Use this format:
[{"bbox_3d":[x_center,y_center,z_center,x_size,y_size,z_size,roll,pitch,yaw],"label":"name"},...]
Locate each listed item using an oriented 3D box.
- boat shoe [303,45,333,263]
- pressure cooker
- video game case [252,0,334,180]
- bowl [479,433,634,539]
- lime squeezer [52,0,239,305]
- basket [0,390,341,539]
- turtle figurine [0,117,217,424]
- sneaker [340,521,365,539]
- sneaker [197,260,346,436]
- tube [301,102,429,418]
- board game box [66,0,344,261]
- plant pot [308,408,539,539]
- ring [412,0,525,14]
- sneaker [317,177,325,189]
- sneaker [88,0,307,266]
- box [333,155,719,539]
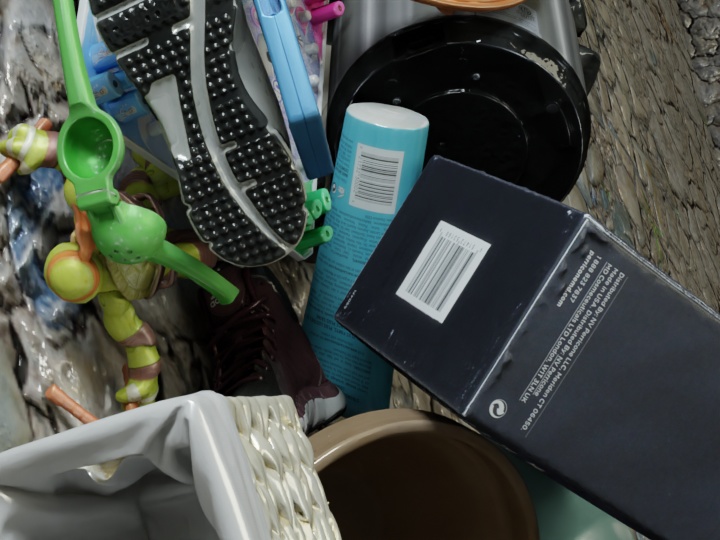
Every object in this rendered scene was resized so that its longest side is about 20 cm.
[{"bbox_3d":[-0.033,-0.091,1.115,0.057,0.066,0.201,72,19,-44],"label":"boat shoe"},{"bbox_3d":[0.066,-0.135,1.043,0.176,0.178,0.201,52,24,-33],"label":"pressure cooker"},{"bbox_3d":[-0.053,-0.156,0.800,0.143,0.018,0.202,73,0,-83],"label":"video game case"},{"bbox_3d":[0.107,0.210,0.993,0.200,0.104,0.203,-28,129,-41],"label":"bowl"},{"bbox_3d":[-0.112,-0.051,0.745,0.071,0.037,0.201,-48,123,-39],"label":"lime squeezer"},{"bbox_3d":[-0.074,0.160,0.691,0.123,0.135,0.202,-6,78,-70],"label":"basket"},{"bbox_3d":[-0.127,-0.023,0.812,0.201,0.064,0.161,67,21,-10],"label":"turtle figurine"},{"bbox_3d":[0.014,0.157,1.000,0.199,0.079,0.079,-5,120,-53],"label":"sneaker"},{"bbox_3d":[-0.074,0.052,0.887,0.116,0.075,0.200,66,11,2],"label":"sneaker"},{"bbox_3d":[0.000,0.000,0.956,0.050,0.077,0.202,-16,123,-51],"label":"tube"},{"bbox_3d":[-0.075,-0.135,0.877,0.200,0.026,0.202,35,49,-46],"label":"board game box"},{"bbox_3d":[-0.006,0.163,0.853,0.093,0.201,0.202,29,-23,56],"label":"plant pot"},{"bbox_3d":[0.021,-0.218,0.957,0.199,0.019,0.201,17,40,-15],"label":"ring"},{"bbox_3d":[-0.088,-0.104,0.957,0.200,0.076,0.076,41,38,-49],"label":"sneaker"},{"bbox_3d":[-0.083,-0.102,0.769,0.080,0.073,0.202,-105,179,-77],"label":"sneaker"},{"bbox_3d":[0.120,0.050,0.865,0.198,0.124,0.200,32,0,-23],"label":"box"}]
